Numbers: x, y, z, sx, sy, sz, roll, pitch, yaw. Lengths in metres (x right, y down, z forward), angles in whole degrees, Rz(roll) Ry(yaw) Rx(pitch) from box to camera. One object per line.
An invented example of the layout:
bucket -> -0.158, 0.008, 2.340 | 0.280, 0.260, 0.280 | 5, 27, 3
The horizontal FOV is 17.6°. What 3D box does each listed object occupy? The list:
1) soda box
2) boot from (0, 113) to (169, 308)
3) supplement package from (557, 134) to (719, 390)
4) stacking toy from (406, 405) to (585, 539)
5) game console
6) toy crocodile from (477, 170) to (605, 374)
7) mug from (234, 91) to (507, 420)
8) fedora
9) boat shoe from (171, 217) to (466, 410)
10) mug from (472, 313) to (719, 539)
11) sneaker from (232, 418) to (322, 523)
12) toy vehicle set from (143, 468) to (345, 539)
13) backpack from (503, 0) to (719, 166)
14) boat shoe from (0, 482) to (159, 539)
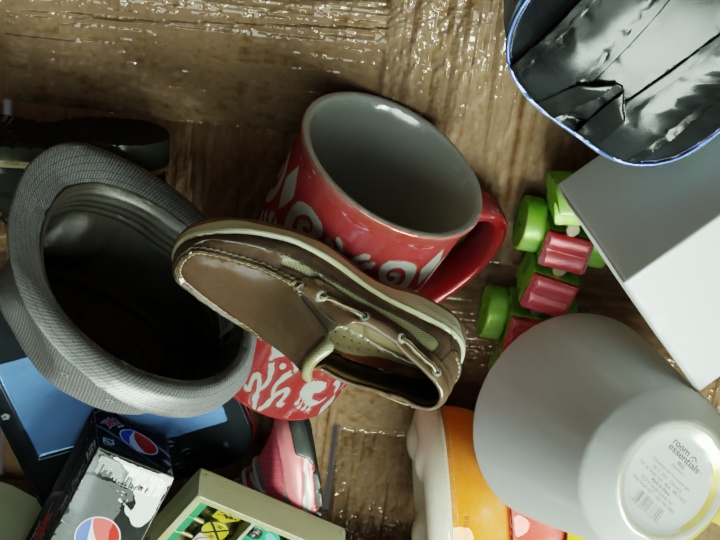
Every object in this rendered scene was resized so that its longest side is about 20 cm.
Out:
soda box -> -0.207, 0.206, 1.683 | 0.063, 0.071, 0.201 | 24, 105, -18
boot -> -0.231, -0.030, 1.569 | 0.198, 0.078, 0.140 | 4, 112, -1
supplement package -> 0.252, -0.046, 1.503 | 0.199, 0.120, 0.121 | -35, 129, 5
stacking toy -> 0.136, 0.161, 1.683 | 0.198, 0.147, 0.147 | -3, 126, -3
game console -> -0.182, 0.079, 1.679 | 0.175, 0.031, 0.201 | -19, 123, 3
toy crocodile -> 0.128, 0.011, 1.620 | 0.067, 0.062, 0.201 | 13, 125, -8
mug -> -0.003, 0.006, 1.580 | 0.176, 0.134, 0.201 | 24, 126, -14
fedora -> -0.165, 0.022, 1.507 | 0.199, 0.178, 0.090 | 29, 136, -26
boat shoe -> -0.027, 0.031, 1.474 | 0.201, 0.075, 0.075 | 19, 131, -7
mug -> 0.189, 0.117, 1.559 | 0.185, 0.153, 0.151 | -6, 104, -20
sneaker -> -0.079, 0.186, 1.730 | 0.086, 0.074, 0.201 | 2, 129, -12
toy vehicle set -> -0.114, 0.230, 1.720 | 0.123, 0.027, 0.200 | 24, 132, -20
backpack -> 0.188, -0.176, 1.431 | 0.183, 0.147, 0.200 | 36, 114, -22
boat shoe -> -0.245, 0.204, 1.762 | 0.198, 0.072, 0.063 | 4, 152, -7
